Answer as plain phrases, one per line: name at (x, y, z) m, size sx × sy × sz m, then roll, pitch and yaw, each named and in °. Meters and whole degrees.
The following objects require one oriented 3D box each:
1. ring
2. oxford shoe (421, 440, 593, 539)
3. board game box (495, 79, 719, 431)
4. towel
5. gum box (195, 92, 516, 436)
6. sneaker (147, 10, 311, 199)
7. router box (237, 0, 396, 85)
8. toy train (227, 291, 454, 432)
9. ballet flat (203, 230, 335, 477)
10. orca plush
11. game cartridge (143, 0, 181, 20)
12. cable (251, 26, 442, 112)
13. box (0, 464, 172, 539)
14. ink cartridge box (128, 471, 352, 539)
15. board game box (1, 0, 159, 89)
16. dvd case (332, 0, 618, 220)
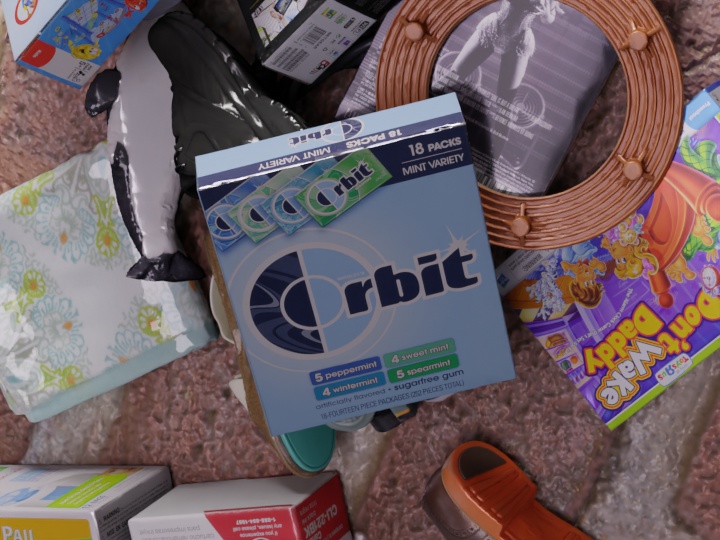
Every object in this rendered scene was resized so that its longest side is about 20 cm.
ring at (0.105, -0.108, 1.216) m, size 0.199 × 0.019 × 0.201 m, roll 4°, pitch 106°, yaw 15°
oxford shoe at (0.122, 0.213, 1.343) m, size 0.200 × 0.071 × 0.073 m, roll 51°, pitch 135°, yaw 12°
board game box at (0.200, -0.008, 1.252) m, size 0.200 × 0.045 × 0.135 m, roll -42°, pitch 84°, yaw 27°
towel at (-0.218, 0.010, 1.450) m, size 0.199 × 0.048 × 0.172 m, roll -23°, pitch 94°, yaw 28°
gum box at (0.000, 0.000, 1.224) m, size 0.169 × 0.045 × 0.201 m, roll -14°, pitch 125°, yaw 1°
sneaker at (-0.097, -0.098, 1.274) m, size 0.091 × 0.076 × 0.200 m, roll -43°, pitch 54°, yaw 3°
router box at (-0.006, -0.243, 1.247) m, size 0.200 × 0.051 × 0.150 m, roll -41°, pitch 53°, yaw 28°
toy train at (-0.008, 0.024, 1.315) m, size 0.114 × 0.085 × 0.200 m, roll -25°, pitch 113°, yaw 26°
ballet flat at (-0.073, 0.053, 1.390) m, size 0.072 × 0.068 × 0.201 m, roll -10°, pitch 100°, yaw 47°
orca plush at (-0.137, -0.091, 1.381) m, size 0.105 × 0.071 × 0.201 m, roll -12°, pitch 89°, yaw -1°
game cartridge at (-0.106, -0.267, 1.293) m, size 0.200 × 0.041 × 0.134 m, roll -41°, pitch 43°, yaw 28°
cable at (0.012, -0.087, 1.316) m, size 0.199 × 0.051 × 0.164 m, roll 9°, pitch 107°, yaw 22°
box at (-0.252, 0.215, 1.483) m, size 0.199 × 0.112 × 0.102 m, roll -2°, pitch 102°, yaw 27°
ink cartridge box at (-0.075, 0.262, 1.428) m, size 0.144 × 0.084 × 0.201 m, roll -8°, pitch 100°, yaw 25°
board game box at (-0.172, -0.261, 1.294) m, size 0.196 × 0.056 × 0.201 m, roll -43°, pitch 47°, yaw 28°
dvd case at (0.091, -0.152, 1.244) m, size 0.148 × 0.016 × 0.201 m, roll 28°, pitch 102°, yaw 3°
